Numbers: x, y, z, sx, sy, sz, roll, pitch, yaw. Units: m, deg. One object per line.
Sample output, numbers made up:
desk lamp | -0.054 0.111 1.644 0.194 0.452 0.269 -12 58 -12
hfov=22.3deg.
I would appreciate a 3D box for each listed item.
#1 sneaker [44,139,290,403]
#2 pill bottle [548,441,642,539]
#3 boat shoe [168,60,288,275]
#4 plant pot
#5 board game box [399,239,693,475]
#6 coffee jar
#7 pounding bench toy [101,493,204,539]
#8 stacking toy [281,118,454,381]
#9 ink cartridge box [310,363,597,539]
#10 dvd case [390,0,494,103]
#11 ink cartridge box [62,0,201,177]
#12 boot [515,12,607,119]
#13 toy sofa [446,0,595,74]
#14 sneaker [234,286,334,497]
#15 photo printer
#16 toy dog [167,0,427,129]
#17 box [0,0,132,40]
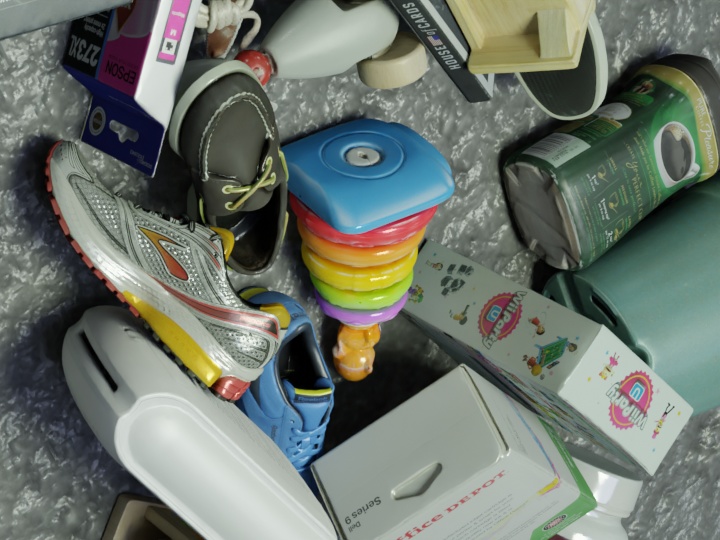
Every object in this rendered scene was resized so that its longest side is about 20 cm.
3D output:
sneaker | -0.127 -0.011 1.189 0.082 0.078 0.200 -44 97 -1
pill bottle | 0.159 0.252 1.551 0.114 0.114 0.202 18 96 -42
boat shoe | -0.078 -0.063 1.196 0.071 0.061 0.202 -31 159 -14
plant pot | 0.266 0.035 1.510 0.195 0.200 0.202 -24 122 -23
board game box | 0.136 0.066 1.398 0.147 0.199 0.065 40 83 -42
coffee jar | 0.214 -0.092 1.478 0.199 0.085 0.105 -33 119 -25
pounding bench toy | -0.080 0.263 1.327 0.199 0.156 0.125 18 95 -43
stacking toy | 0.000 0.000 1.339 0.109 0.116 0.201 -21 131 -29
ink cartridge box | 0.074 0.165 1.396 0.145 0.088 0.200 -35 152 12
dvd case | 0.053 -0.228 1.254 0.200 0.025 0.152 43 48 -56
ink cartridge box | -0.138 -0.168 1.147 0.037 0.094 0.202 6 104 -40
boot | 0.148 -0.225 1.354 0.201 0.072 0.145 68 29 -29
toy sofa | 0.085 -0.226 1.194 0.200 0.082 0.098 54 43 -48
sneaker | -0.053 0.111 1.344 0.066 0.078 0.202 -25 123 -32
photo printer | -0.116 0.112 1.220 0.069 0.166 0.200 -44 120 -1
toy dog | -0.054 -0.162 1.242 0.198 0.096 0.133 -3 113 -23
box | -0.249 -0.229 1.014 0.199 0.124 0.198 -22 119 -32
